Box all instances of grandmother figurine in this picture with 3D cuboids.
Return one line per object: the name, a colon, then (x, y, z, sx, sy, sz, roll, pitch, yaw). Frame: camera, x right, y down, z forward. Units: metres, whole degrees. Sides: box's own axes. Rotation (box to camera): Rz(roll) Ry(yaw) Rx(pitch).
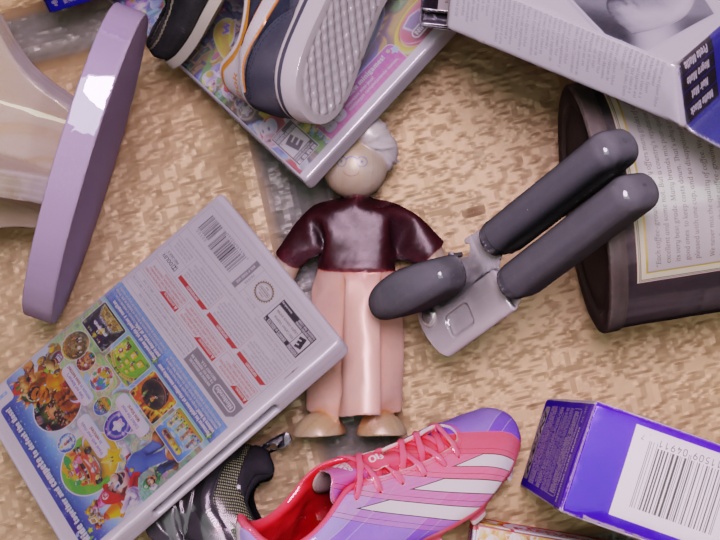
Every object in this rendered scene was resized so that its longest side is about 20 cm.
grandmother figurine: (0.000, 0.000, 0.928, 0.119, 0.061, 0.203, -1, 88, -8)

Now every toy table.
toy table: (-0.208, -0.076, 0.885, 0.116, 0.184, 0.202, 18, 105, -4)

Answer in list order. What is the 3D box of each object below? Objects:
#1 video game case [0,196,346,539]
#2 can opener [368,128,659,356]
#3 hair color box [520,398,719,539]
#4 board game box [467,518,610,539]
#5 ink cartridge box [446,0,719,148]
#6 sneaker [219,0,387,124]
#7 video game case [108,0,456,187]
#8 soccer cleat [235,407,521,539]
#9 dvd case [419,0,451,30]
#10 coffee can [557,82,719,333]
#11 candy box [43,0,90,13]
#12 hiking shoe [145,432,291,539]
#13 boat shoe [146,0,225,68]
video game case: (-0.122, 0.065, 0.902, 0.199, 0.018, 0.143, -40, 56, -2)
can opener: (0.083, -0.009, 0.833, 0.066, 0.200, 0.053, -10, 70, -43)
hair color box: (0.158, 0.118, 0.842, 0.108, 0.200, 0.066, 19, 87, 2)
board game box: (0.153, 0.243, 0.909, 0.197, 0.046, 0.154, 10, 86, 2)
ink cartridge box: (0.182, -0.155, 0.841, 0.199, 0.041, 0.199, 28, 47, 25)
sneaker: (-0.019, -0.182, 0.878, 0.079, 0.079, 0.202, 13, 67, 37)
video game case: (-0.051, -0.167, 0.934, 0.200, 0.018, 0.143, 43, 88, 20)
soccer cleat: (0.014, 0.130, 0.881, 0.199, 0.066, 0.077, -32, 119, -22)
dvd case: (0.137, -0.184, 0.913, 0.197, 0.016, 0.150, 6, 41, 1)
coffee can: (0.227, -0.051, 0.883, 0.197, 0.146, 0.149, -9, 85, 0)
candy box: (-0.126, -0.275, 0.924, 0.197, 0.077, 0.171, -18, 69, -2)
hiking shoe: (-0.075, 0.199, 0.901, 0.099, 0.076, 0.203, -5, 84, 4)
boat shoe: (-0.091, -0.196, 0.850, 0.067, 0.200, 0.072, 23, 51, -9)
